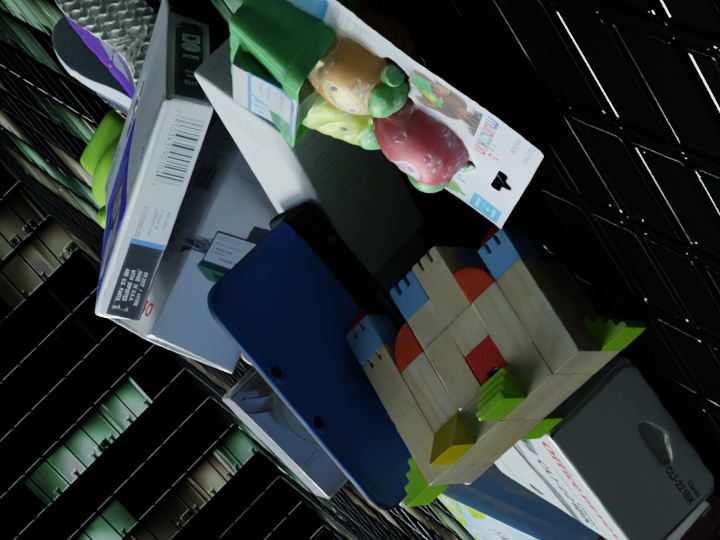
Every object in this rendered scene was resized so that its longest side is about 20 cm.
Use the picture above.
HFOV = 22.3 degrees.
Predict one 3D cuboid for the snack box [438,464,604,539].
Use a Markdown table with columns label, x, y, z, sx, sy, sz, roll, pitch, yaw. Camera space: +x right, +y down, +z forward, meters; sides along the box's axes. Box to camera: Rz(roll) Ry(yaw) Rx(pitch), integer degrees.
| label | x | y | z | sx | sy | sz | roll | pitch | yaw |
| --- | --- | --- | --- | --- | --- | --- | --- | --- | --- |
| snack box | 0.178 | 0.244 | 1.685 | 0.168 | 0.068 | 0.200 | 22 | 162 | 31 |

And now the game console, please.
| label | x | y | z | sx | sy | sz | roll | pitch | yaw |
| --- | --- | --- | --- | --- | --- | --- | --- | --- | --- |
| game console | -0.023 | 0.062 | 1.334 | 0.200 | 0.118 | 0.171 | 51 | 168 | -6 |

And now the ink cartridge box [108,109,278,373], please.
| label | x | y | z | sx | sy | sz | roll | pitch | yaw |
| --- | --- | --- | --- | --- | --- | --- | --- | --- | --- |
| ink cartridge box | -0.119 | -0.029 | 1.508 | 0.084 | 0.201 | 0.146 | 26 | 178 | -23 |

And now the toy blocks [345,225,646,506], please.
| label | x | y | z | sx | sy | sz | roll | pitch | yaw |
| --- | --- | --- | --- | --- | --- | --- | --- | --- | --- |
| toy blocks | 0.076 | 0.044 | 1.230 | 0.100 | 0.200 | 0.137 | 3 | -131 | -50 |

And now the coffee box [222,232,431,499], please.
| label | x | y | z | sx | sy | sz | roll | pitch | yaw |
| --- | --- | --- | --- | --- | --- | --- | --- | --- | --- |
| coffee box | -0.001 | 0.072 | 1.471 | 0.114 | 0.200 | 0.080 | 46 | 170 | -3 |

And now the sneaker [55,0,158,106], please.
| label | x | y | z | sx | sy | sz | roll | pitch | yaw |
| --- | --- | --- | --- | --- | --- | --- | --- | --- | --- |
| sneaker | -0.193 | -0.194 | 1.590 | 0.200 | 0.069 | 0.100 | 52 | 175 | -15 |

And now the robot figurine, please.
| label | x | y | z | sx | sy | sz | roll | pitch | yaw |
| --- | --- | --- | --- | --- | --- | --- | --- | --- | --- |
| robot figurine | -0.191 | -0.078 | 1.855 | 0.200 | 0.116 | 0.175 | 40 | -165 | 18 |

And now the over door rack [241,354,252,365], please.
| label | x | y | z | sx | sy | sz | roll | pitch | yaw |
| --- | --- | --- | --- | --- | --- | --- | --- | --- | --- |
| over door rack | -0.017 | 0.069 | 1.607 | 0.199 | 0.067 | 0.148 | 16 | 169 | 9 |

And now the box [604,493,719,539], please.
| label | x | y | z | sx | sy | sz | roll | pitch | yaw |
| --- | --- | --- | --- | --- | --- | --- | --- | --- | --- |
| box | 0.264 | 0.238 | 1.449 | 0.100 | 0.075 | 0.200 | 34 | 166 | 45 |

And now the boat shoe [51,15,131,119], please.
| label | x | y | z | sx | sy | sz | roll | pitch | yaw |
| --- | --- | --- | --- | --- | --- | --- | --- | --- | --- |
| boat shoe | -0.208 | -0.165 | 1.710 | 0.200 | 0.071 | 0.091 | 37 | 163 | 29 |

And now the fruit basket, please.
| label | x | y | z | sx | sy | sz | roll | pitch | yaw |
| --- | --- | --- | --- | --- | --- | --- | --- | --- | --- |
| fruit basket | 0.011 | -0.097 | 1.096 | 0.200 | 0.094 | 0.185 | 41 | 169 | 4 |

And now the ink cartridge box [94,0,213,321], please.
| label | x | y | z | sx | sy | sz | roll | pitch | yaw |
| --- | --- | --- | --- | --- | --- | --- | --- | --- | --- |
| ink cartridge box | -0.163 | -0.094 | 1.444 | 0.043 | 0.199 | 0.200 | 14 | -150 | -15 |

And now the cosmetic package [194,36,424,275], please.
| label | x | y | z | sx | sy | sz | roll | pitch | yaw |
| --- | --- | --- | --- | --- | --- | --- | --- | --- | --- |
| cosmetic package | -0.034 | -0.088 | 1.346 | 0.101 | 0.071 | 0.200 | 37 | 166 | 33 |

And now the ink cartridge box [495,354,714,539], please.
| label | x | y | z | sx | sy | sz | roll | pitch | yaw |
| --- | --- | --- | --- | --- | --- | --- | --- | --- | --- |
| ink cartridge box | 0.150 | 0.112 | 1.369 | 0.144 | 0.084 | 0.200 | 52 | 167 | -28 |
